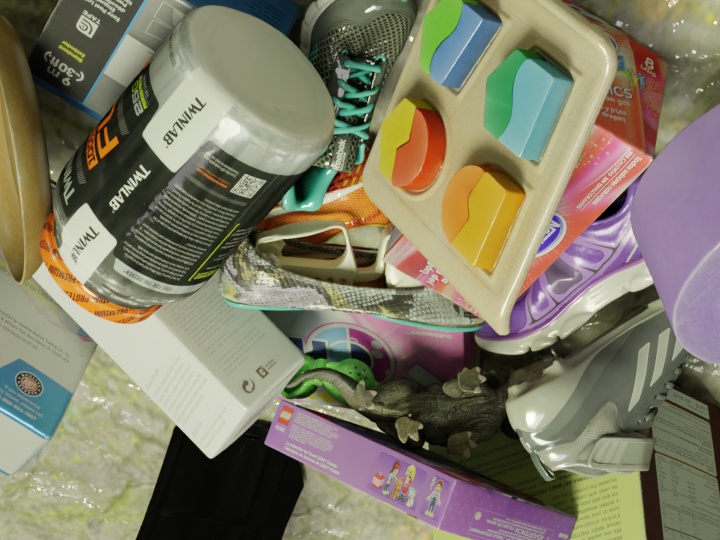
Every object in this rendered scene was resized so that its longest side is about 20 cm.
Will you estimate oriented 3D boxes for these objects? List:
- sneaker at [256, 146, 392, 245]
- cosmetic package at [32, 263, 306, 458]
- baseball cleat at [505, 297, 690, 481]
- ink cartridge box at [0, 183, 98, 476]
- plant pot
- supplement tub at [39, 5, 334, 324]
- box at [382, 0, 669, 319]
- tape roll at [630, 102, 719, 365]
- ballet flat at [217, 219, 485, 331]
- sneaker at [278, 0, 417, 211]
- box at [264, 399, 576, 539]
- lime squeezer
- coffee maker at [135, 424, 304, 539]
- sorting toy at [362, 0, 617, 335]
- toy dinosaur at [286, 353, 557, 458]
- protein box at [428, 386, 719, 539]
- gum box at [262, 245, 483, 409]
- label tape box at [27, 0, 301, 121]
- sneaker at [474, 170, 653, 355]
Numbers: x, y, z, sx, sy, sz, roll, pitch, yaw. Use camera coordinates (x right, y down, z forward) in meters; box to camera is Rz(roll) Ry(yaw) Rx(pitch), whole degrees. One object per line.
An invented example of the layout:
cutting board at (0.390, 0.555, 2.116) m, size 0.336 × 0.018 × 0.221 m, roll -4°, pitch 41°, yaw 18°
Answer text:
sneaker at (-0.064, -0.039, 1.323) m, size 0.198 × 0.074 × 0.077 m, roll -6°, pitch 142°, yaw 29°
cosmetic package at (-0.143, 0.032, 1.322) m, size 0.200 × 0.074 × 0.102 m, roll 47°, pitch 146°, yaw 5°
baseball cleat at (0.198, 0.079, 1.267) m, size 0.107 × 0.199 × 0.070 m, roll 61°, pitch 170°, yaw 0°
ink cartridge box at (-0.273, 0.030, 1.375) m, size 0.144 × 0.201 × 0.085 m, roll 33°, pitch 139°, yaw -14°
plant pot at (-0.247, -0.092, 1.271) m, size 0.027 × 0.201 × 0.201 m, roll -10°, pitch 140°, yaw -17°
supplement tub at (-0.117, -0.063, 1.165) m, size 0.122 × 0.123 × 0.200 m, roll 35°, pitch 121°, yaw -16°
box at (0.109, -0.071, 1.203) m, size 0.094 × 0.103 × 0.200 m, roll 29°, pitch 135°, yaw -12°
tape roll at (0.276, -0.030, 1.131) m, size 0.198 × 0.086 × 0.201 m, roll -11°, pitch 145°, yaw -8°
ballet flat at (0.000, 0.000, 1.272) m, size 0.198 × 0.073 × 0.072 m, roll 6°, pitch 137°, yaw -5°
sneaker at (-0.012, -0.112, 1.203) m, size 0.077 × 0.092 × 0.200 m, roll 1°, pitch 148°, yaw -27°
box at (0.041, 0.153, 1.315) m, size 0.136 × 0.039 × 0.199 m, roll 23°, pitch 178°, yaw -42°
lime squeezer at (-0.026, 0.087, 1.369) m, size 0.198 × 0.038 × 0.071 m, roll 5°, pitch 166°, yaw 14°
coffee maker at (-0.122, 0.226, 1.514) m, size 0.133 × 0.201 × 0.193 m, roll 20°, pitch 140°, yaw -4°
sorting toy at (0.068, -0.090, 1.113) m, size 0.036 × 0.185 × 0.202 m, roll 1°, pitch 119°, yaw -33°
toy dinosaur at (0.048, 0.103, 1.300) m, size 0.198 × 0.078 × 0.102 m, roll -7°, pitch 169°, yaw 8°
protein box at (0.170, 0.208, 1.362) m, size 0.197 × 0.202 × 0.134 m, roll -23°, pitch 147°, yaw 37°
gum box at (-0.008, 0.046, 1.387) m, size 0.198 × 0.066 × 0.114 m, roll 7°, pitch 135°, yaw 13°
label tape box at (-0.152, -0.141, 1.255) m, size 0.143 × 0.064 × 0.200 m, roll 31°, pitch 136°, yaw -11°
sneaker at (0.151, -0.011, 1.284) m, size 0.199 × 0.081 × 0.084 m, roll -36°, pitch 98°, yaw 34°
